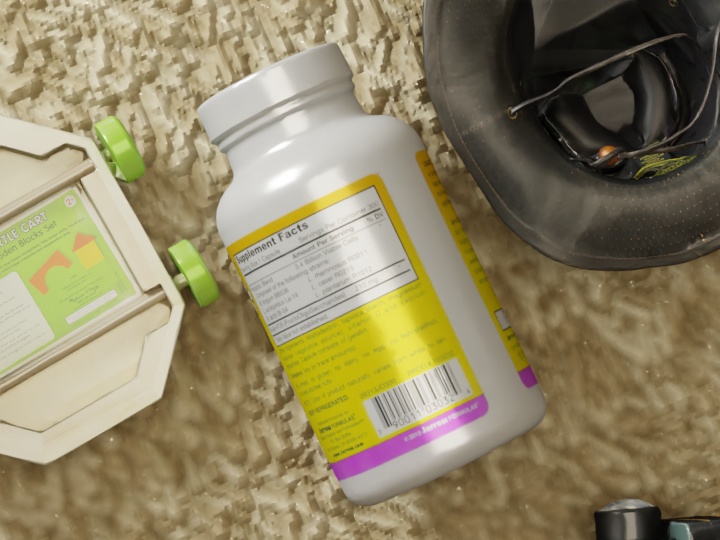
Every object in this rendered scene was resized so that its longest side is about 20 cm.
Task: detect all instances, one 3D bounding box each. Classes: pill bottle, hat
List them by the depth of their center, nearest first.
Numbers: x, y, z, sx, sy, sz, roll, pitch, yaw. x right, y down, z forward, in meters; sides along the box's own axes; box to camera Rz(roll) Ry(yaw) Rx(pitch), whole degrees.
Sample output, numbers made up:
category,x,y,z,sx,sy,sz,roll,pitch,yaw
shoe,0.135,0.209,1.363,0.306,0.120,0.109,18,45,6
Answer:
category,x,y,z,sx,sy,sz,roll,pitch,yaw
pill bottle,0.000,0.000,1.328,0.104,0.104,0.200,-25,88,-8
hat,0.119,-0.100,1.364,0.200,0.081,0.201,0,94,-6

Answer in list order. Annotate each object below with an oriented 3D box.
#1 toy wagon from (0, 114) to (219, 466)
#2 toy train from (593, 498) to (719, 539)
category,x,y,z,sx,sy,sz,roll,pitch,yaw
toy wagon,-0.168,-0.012,1.343,0.155,0.040,0.200,-30,88,-8
toy train,0.158,0.204,1.344,0.114,0.085,0.200,-5,86,-16
